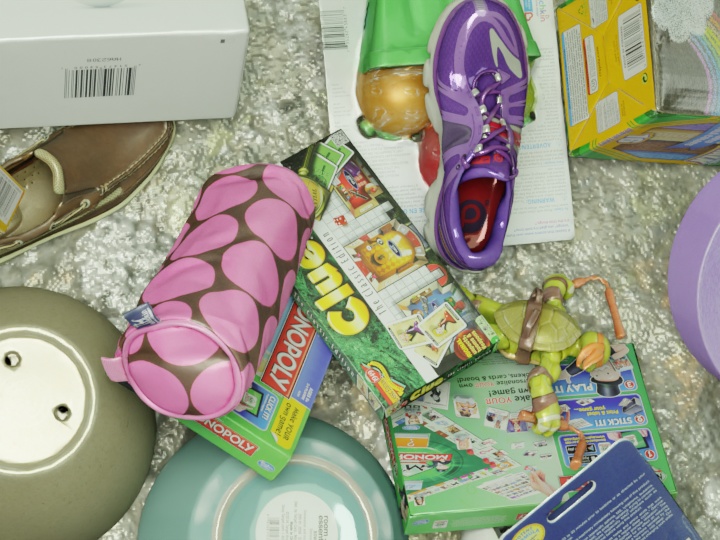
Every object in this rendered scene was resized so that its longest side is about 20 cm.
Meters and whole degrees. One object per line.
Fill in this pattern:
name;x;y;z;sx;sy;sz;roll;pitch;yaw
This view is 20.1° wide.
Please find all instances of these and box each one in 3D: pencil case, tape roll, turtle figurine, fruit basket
pencil case;-0.096;0.008;1.343;0.093;0.200;0.091;-9;120;22
tape roll;0.335;0.007;1.526;0.199;0.066;0.201;-3;103;-12
turtle figurine;0.114;0.052;1.481;0.161;0.065;0.200;11;45;3
fruit basket;0.065;-0.115;1.538;0.184;0.094;0.201;-6;96;-11

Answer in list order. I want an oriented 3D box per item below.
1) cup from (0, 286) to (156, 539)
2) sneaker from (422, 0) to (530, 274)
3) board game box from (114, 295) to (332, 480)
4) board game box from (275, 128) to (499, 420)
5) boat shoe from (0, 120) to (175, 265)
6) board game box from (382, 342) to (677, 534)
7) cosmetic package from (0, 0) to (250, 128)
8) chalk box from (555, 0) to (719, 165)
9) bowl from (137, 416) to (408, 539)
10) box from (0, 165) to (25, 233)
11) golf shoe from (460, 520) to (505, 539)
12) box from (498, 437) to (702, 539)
cup;-0.234;0.099;1.398;0.199;0.143;0.201;2;79;-11
sneaker;0.092;-0.096;1.458;0.080;0.083;0.201;-2;98;-12
board game box;-0.085;0.040;1.424;0.134;0.029;0.200;33;36;-9
board game box;0.000;0.000;1.448;0.105;0.023;0.200;-31;72;-19
boat shoe;-0.216;-0.063;1.467;0.202;0.075;0.075;-38;88;-15
board game box;0.119;0.121;1.491;0.199;0.029;0.135;-3;54;-11
cosmetic package;-0.193;-0.218;1.457;0.199;0.123;0.201;-3;65;-11
chalk box;0.266;-0.154;1.543;0.199;0.124;0.125;3;76;-28
bowl;-0.054;0.193;1.434;0.200;0.105;0.202;2;80;-10
box;-0.340;-0.091;1.397;0.199;0.119;0.042;20;74;24
golf shoe;0.060;0.267;1.455;0.094;0.078;0.201;10;76;-8
box;0.184;0.211;1.450;0.121;0.032;0.200;-38;122;-3
